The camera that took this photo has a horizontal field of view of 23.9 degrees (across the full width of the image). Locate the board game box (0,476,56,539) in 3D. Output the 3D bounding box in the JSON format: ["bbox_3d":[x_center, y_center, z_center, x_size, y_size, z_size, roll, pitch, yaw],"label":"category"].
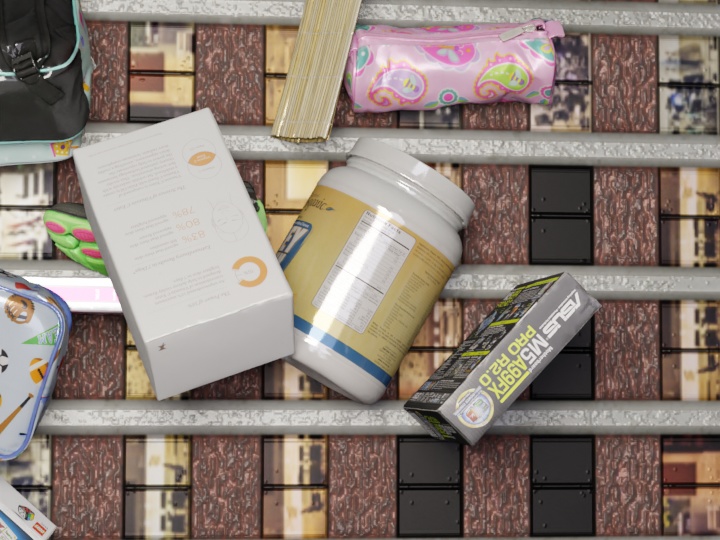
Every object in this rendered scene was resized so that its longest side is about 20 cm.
[{"bbox_3d":[-0.376,0.201,1.463,0.200,0.035,0.126,43,111,-2],"label":"board game box"}]

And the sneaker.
[{"bbox_3d":[-0.183,-0.045,1.519,0.199,0.077,0.084,0,54,-2],"label":"sneaker"}]

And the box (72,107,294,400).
[{"bbox_3d":[-0.146,-0.015,1.399,0.124,0.098,0.201,-18,59,-12],"label":"box"}]

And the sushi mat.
[{"bbox_3d":[-0.033,-0.212,1.530,0.012,0.095,0.201,18,83,-35],"label":"sushi mat"}]

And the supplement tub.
[{"bbox_3d":[0.000,0.000,1.490,0.144,0.145,0.201,31,83,-4],"label":"supplement tub"}]

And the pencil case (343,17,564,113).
[{"bbox_3d":[0.083,-0.188,1.541,0.199,0.087,0.088,-3,87,-4],"label":"pencil case"}]

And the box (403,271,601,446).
[{"bbox_3d":[0.118,0.077,1.470,0.044,0.200,0.160,45,82,-2],"label":"box"}]

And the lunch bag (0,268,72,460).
[{"bbox_3d":[-0.348,0.067,1.395,0.199,0.076,0.161,19,97,-7],"label":"lunch bag"}]

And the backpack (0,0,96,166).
[{"bbox_3d":[-0.317,-0.187,1.456,0.175,0.154,0.201,-7,50,-5],"label":"backpack"}]

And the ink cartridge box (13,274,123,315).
[{"bbox_3d":[-0.212,0.022,1.489,0.199,0.095,0.037,-1,86,-7],"label":"ink cartridge box"}]
